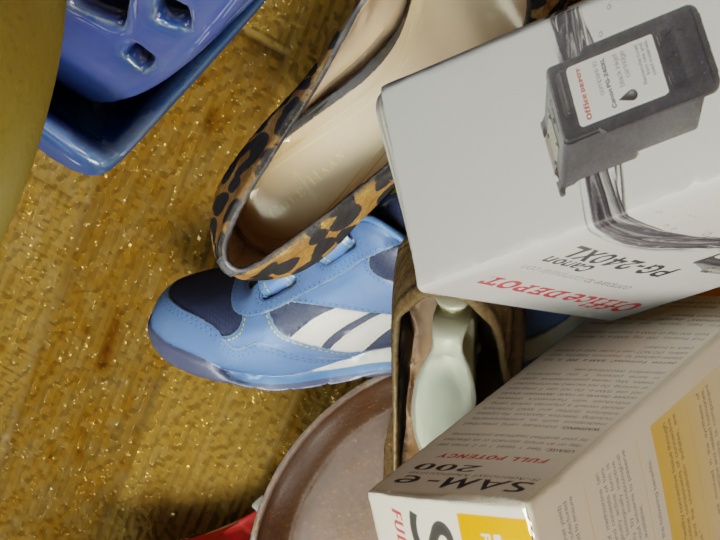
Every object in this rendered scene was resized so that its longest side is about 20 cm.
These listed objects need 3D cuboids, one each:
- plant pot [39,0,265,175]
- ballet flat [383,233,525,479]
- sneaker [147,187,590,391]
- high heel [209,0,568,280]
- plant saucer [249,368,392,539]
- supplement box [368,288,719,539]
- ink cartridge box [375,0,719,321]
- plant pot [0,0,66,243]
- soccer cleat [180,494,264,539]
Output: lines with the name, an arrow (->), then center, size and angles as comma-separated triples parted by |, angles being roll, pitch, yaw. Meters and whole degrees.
plant pot -> -0.096, -0.168, 0.857 | 0.200, 0.200, 0.180 | 37, 136, -1
ballet flat -> 0.038, 0.077, 0.941 | 0.067, 0.072, 0.201 | 5, 116, 11
sneaker -> 0.000, 0.000, 0.999 | 0.198, 0.074, 0.083 | -6, 118, 19
high heel -> 0.018, -0.077, 0.891 | 0.071, 0.143, 0.200 | 39, 129, -3
plant saucer -> 0.048, 0.134, 1.028 | 0.199, 0.034, 0.202 | 0, 94, -5
supplement box -> 0.095, 0.100, 0.910 | 0.073, 0.200, 0.127 | 1, 112, 37
ink cartridge box -> 0.128, -0.050, 0.847 | 0.199, 0.145, 0.084 | -21, 72, 33
plant pot -> -0.170, -0.081, 0.736 | 0.199, 0.142, 0.201 | 21, 139, 20
soccer cleat -> -0.039, 0.149, 1.121 | 0.199, 0.069, 0.085 | -18, 145, 19
